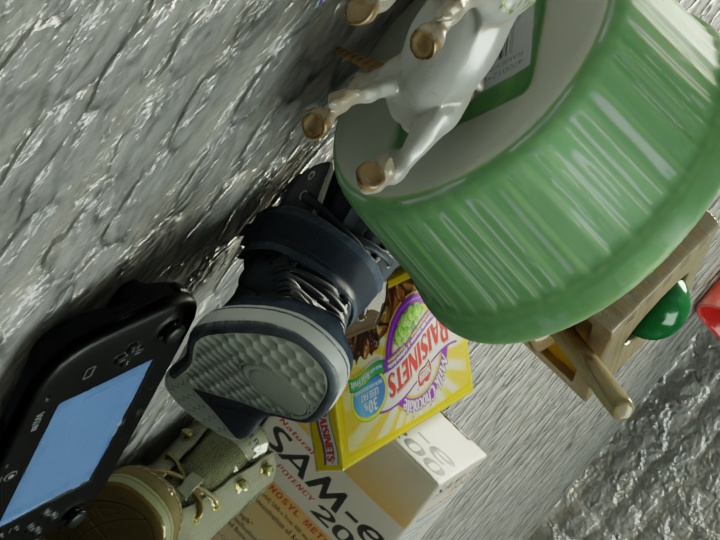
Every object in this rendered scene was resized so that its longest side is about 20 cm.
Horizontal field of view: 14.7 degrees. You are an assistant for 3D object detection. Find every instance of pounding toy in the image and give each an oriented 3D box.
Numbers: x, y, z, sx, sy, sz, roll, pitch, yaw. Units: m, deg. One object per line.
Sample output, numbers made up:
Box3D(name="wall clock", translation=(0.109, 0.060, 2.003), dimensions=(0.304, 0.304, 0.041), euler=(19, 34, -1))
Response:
Box3D(name="pounding toy", translation=(0.129, 0.001, 1.742), dimensions=(0.142, 0.200, 0.184), euler=(-44, 168, -14))

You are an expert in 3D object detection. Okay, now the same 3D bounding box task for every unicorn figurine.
Box3D(name="unicorn figurine", translation=(0.030, -0.097, 1.244), dimensions=(0.200, 0.074, 0.137), euler=(-39, 179, 43))

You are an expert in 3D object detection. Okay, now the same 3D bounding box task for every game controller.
Box3D(name="game controller", translation=(-0.148, 0.081, 1.399), dimensions=(0.104, 0.042, 0.200), euler=(-37, 164, -43))

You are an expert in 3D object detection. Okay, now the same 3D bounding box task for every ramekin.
Box3D(name="ramekin", translation=(0.081, -0.073, 1.362), dimensions=(0.199, 0.098, 0.201), euler=(-31, -146, 24))

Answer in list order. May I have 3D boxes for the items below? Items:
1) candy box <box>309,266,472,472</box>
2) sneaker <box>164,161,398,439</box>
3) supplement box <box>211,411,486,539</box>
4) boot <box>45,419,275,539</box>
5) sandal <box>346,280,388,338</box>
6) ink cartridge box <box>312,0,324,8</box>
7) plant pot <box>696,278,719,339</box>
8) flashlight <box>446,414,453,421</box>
Box3D(name="candy box", translation=(0.017, 0.055, 1.803), dimensions=(0.200, 0.026, 0.103), euler=(-26, 113, -61))
Box3D(name="sneaker", translation=(-0.023, 0.005, 1.411), dimensions=(0.146, 0.077, 0.202), euler=(-52, -170, -17))
Box3D(name="supplement box", translation=(-0.023, 0.159, 1.908), dimensions=(0.200, 0.126, 0.073), euler=(-55, 165, 30))
Box3D(name="boot", translation=(-0.111, 0.133, 1.639), dimensions=(0.155, 0.072, 0.200), euler=(-40, 171, -31))
Box3D(name="sandal", translation=(0.001, -0.001, 1.626), dimensions=(0.201, 0.057, 0.080), euler=(-46, 168, -6))
Box3D(name="ink cartridge box", translation=(0.043, -0.194, 1.184), dimensions=(0.200, 0.039, 0.100), euler=(-39, 167, -41))
Box3D(name="plant pot", translation=(0.536, 0.027, 3.408), dimensions=(0.178, 0.200, 0.200), euler=(-56, 170, -9))
Box3D(name="flashlight", translation=(-0.009, 0.178, 2.172), dimensions=(0.200, 0.068, 0.068), euler=(-44, 173, -10))
